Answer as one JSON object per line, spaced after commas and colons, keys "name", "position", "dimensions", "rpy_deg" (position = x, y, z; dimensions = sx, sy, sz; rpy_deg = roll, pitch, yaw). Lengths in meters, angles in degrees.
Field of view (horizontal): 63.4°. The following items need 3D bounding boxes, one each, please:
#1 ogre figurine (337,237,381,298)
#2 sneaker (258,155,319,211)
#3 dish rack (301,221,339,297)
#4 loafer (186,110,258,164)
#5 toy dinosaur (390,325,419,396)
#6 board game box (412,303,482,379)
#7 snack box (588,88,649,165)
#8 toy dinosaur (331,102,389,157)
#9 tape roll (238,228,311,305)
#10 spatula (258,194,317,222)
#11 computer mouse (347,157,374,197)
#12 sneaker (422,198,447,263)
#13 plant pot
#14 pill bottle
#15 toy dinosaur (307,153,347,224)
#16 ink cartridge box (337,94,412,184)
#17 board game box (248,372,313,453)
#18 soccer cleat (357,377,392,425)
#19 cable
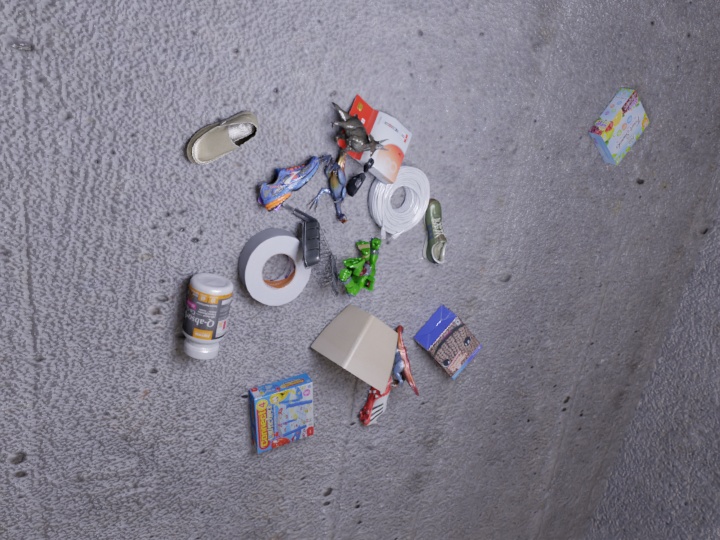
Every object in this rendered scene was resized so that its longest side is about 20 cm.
{"name": "ogre figurine", "position": [0.000, 0.000, 1.726], "dimensions": [0.095, 0.202, 0.123], "rpy_deg": [7, 128, 11]}
{"name": "sneaker", "position": [-0.186, -0.244, 1.530], "dimensions": [0.199, 0.075, 0.079], "rpy_deg": [-42, 101, -21]}
{"name": "dish rack", "position": [-0.107, -0.025, 1.628], "dimensions": [0.053, 0.157, 0.202], "rpy_deg": [-12, 139, 11]}
{"name": "loafer", "position": [-0.330, -0.321, 1.409], "dimensions": [0.198, 0.068, 0.077], "rpy_deg": [-36, 125, -13]}
{"name": "toy dinosaur", "position": [0.143, 0.282, 1.908], "dimensions": [0.104, 0.195, 0.188], "rpy_deg": [-1, 105, -58]}
{"name": "board game box", "position": [0.305, 0.250, 2.030], "dimensions": [0.160, 0.097, 0.200], "rpy_deg": [-47, 126, -4]}
{"name": "snack box", "position": [0.927, -0.513, 2.085], "dimensions": [0.201, 0.068, 0.168], "rpy_deg": [-50, 126, -1]}
{"name": "toy dinosaur", "position": [-0.018, -0.356, 1.521], "dimensions": [0.100, 0.202, 0.078], "rpy_deg": [-19, 149, -30]}
{"name": "tape roll", "position": [-0.235, -0.009, 1.608], "dimensions": [0.195, 0.066, 0.207], "rpy_deg": [-12, 116, -25]}
{"name": "spatula", "position": [-0.190, -0.170, 1.590], "dimensions": [0.197, 0.020, 0.058], "rpy_deg": [28, 78, -39]}
{"name": "computer mouse", "position": [-0.003, -0.257, 1.583], "dimensions": [0.034, 0.200, 0.059], "rpy_deg": [38, 66, -1]}
{"name": "sneaker", "position": [0.244, -0.116, 1.834], "dimensions": [0.065, 0.090, 0.207], "rpy_deg": [-11, 116, -25]}
{"name": "plant pot", "position": [0.000, 0.226, 1.788], "dimensions": [0.199, 0.198, 0.180], "rpy_deg": [37, 79, -36]}
{"name": "pill bottle", "position": [-0.405, 0.120, 1.532], "dimensions": [0.113, 0.116, 0.206], "rpy_deg": [4, 109, -31]}
{"name": "toy dinosaur", "position": [-0.052, -0.228, 1.613], "dimensions": [0.201, 0.104, 0.183], "rpy_deg": [-48, 146, -16]}
{"name": "ink cartridge box", "position": [0.045, -0.360, 1.594], "dimensions": [0.198, 0.049, 0.166], "rpy_deg": [34, 70, -37]}
{"name": "board game box", "position": [-0.243, 0.442, 1.810], "dimensions": [0.191, 0.056, 0.206], "rpy_deg": [-13, 117, -26]}
{"name": "soccer cleat", "position": [0.064, 0.442, 1.993], "dimensions": [0.084, 0.068, 0.204], "rpy_deg": [15, 106, -43]}
{"name": "cable", "position": [0.116, -0.212, 1.728], "dimensions": [0.196, 0.069, 0.205], "rpy_deg": [-25, 120, -20]}
